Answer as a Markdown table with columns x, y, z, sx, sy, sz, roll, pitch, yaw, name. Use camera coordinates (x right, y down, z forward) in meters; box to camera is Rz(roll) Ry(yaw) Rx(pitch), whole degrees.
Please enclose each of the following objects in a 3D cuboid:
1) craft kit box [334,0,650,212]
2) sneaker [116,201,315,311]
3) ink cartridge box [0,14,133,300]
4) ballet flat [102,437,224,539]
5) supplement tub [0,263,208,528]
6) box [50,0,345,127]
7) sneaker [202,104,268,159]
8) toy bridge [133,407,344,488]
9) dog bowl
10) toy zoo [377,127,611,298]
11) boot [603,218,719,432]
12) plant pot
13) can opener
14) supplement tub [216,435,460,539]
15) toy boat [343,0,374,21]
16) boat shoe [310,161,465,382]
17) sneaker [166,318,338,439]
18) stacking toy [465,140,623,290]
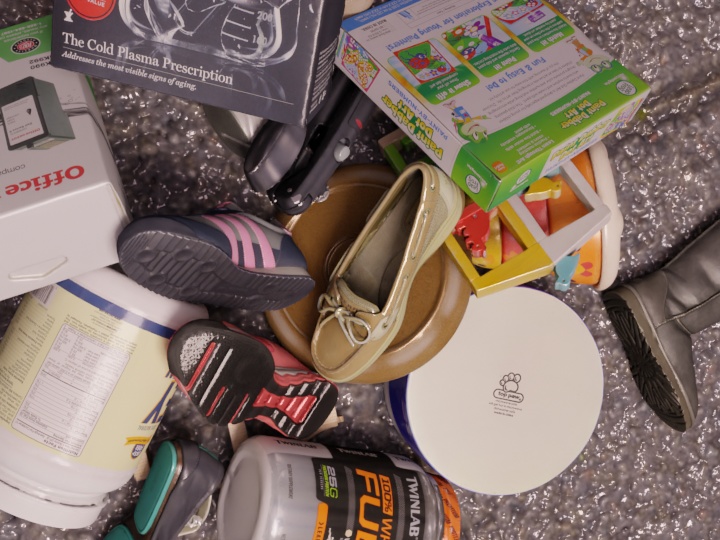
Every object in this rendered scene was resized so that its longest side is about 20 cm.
| x | y | z | sx | sy | sz | roll | pitch | yaw | name |
| --- | --- | --- | --- | --- | --- | --- | --- | --- | --- |
| 0.111 | -0.167 | 0.751 | 0.200 | 0.049 | 0.198 | -31 | 65 | -30 | craft kit box |
| -0.120 | -0.022 | 0.707 | 0.070 | 0.200 | 0.082 | -34 | 63 | 22 | sneaker |
| -0.267 | -0.087 | 0.676 | 0.145 | 0.084 | 0.201 | -20 | 56 | -10 | ink cartridge box |
| -0.181 | 0.236 | 0.786 | 0.073 | 0.073 | 0.201 | 28 | 105 | -14 | ballet flat |
| -0.229 | 0.091 | 0.728 | 0.144 | 0.145 | 0.201 | 27 | 89 | -14 | supplement tub |
| -0.109 | -0.224 | 0.644 | 0.199 | 0.104 | 0.183 | 14 | 115 | 4 | box |
| -0.126 | -0.198 | 0.771 | 0.080 | 0.070 | 0.201 | -39 | 106 | -22 | sneaker |
| -0.111 | 0.163 | 0.823 | 0.199 | 0.027 | 0.068 | -13 | 101 | -12 | toy bridge |
| 0.127 | 0.108 | 0.846 | 0.199 | 0.079 | 0.201 | -1 | 96 | -13 | dog bowl |
| 0.119 | -0.065 | 0.752 | 0.131 | 0.020 | 0.201 | -29 | 66 | -3 | toy zoo |
| 0.366 | 0.044 | 0.907 | 0.199 | 0.073 | 0.183 | -27 | 103 | -16 | boot |
| 0.000 | 0.000 | 0.789 | 0.199 | 0.027 | 0.201 | -1 | 82 | 10 | plant pot |
| -0.022 | -0.133 | 0.779 | 0.063 | 0.079 | 0.200 | 27 | 68 | 26 | can opener |
| -0.017 | 0.220 | 0.791 | 0.199 | 0.122 | 0.123 | 13 | 93 | -27 | supplement tub |
| -0.057 | -0.298 | 0.744 | 0.130 | 0.131 | 0.201 | -17 | 119 | 23 | toy boat |
| 0.011 | 0.003 | 0.725 | 0.073 | 0.063 | 0.201 | 41 | 104 | 27 | boat shoe |
| -0.104 | 0.085 | 0.741 | 0.074 | 0.087 | 0.200 | -55 | 142 | -3 | sneaker |
| 0.134 | -0.044 | 0.827 | 0.199 | 0.146 | 0.147 | -7 | 98 | 7 | stacking toy |
